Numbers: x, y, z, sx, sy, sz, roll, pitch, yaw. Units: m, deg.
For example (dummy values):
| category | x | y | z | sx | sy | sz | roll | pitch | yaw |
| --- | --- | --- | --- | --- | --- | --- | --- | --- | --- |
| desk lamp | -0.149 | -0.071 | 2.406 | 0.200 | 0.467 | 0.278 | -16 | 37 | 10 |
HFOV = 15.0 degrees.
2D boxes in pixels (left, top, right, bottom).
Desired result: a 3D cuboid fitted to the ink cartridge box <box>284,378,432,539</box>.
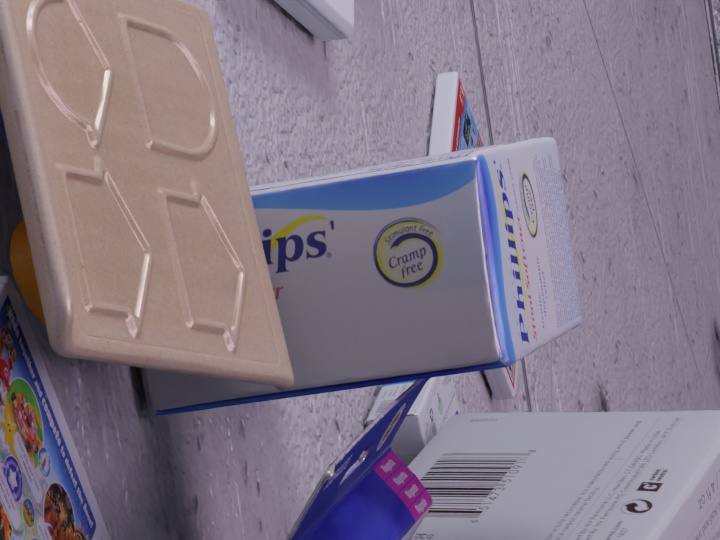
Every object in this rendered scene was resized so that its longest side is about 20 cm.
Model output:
| category | x | y | z | sx | sy | sz | roll | pitch | yaw |
| --- | --- | --- | --- | --- | --- | --- | --- | --- | --- |
| ink cartridge box | -0.023 | 0.158 | 1.257 | 0.200 | 0.043 | 0.196 | -59 | 173 | 17 |

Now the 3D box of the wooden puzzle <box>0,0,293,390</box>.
| category | x | y | z | sx | sy | sz | roll | pitch | yaw |
| --- | --- | --- | --- | --- | --- | --- | --- | --- | --- |
| wooden puzzle | -0.107 | -0.041 | 1.187 | 0.200 | 0.046 | 0.186 | 17 | 56 | -62 |

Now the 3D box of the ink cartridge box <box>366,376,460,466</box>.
| category | x | y | z | sx | sy | sz | roll | pitch | yaw |
| --- | --- | --- | --- | --- | --- | --- | --- | --- | --- |
| ink cartridge box | 0.051 | 0.160 | 1.738 | 0.100 | 0.039 | 0.201 | -62 | 140 | -65 |

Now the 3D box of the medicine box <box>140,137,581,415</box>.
| category | x | y | z | sx | sy | sz | roll | pitch | yaw |
| --- | --- | --- | --- | --- | --- | --- | --- | --- | --- |
| medicine box | 0.000 | 0.000 | 1.362 | 0.200 | 0.181 | 0.103 | -20 | 101 | -74 |

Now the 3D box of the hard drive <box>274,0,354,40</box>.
| category | x | y | z | sx | sy | sz | roll | pitch | yaw |
| --- | --- | --- | --- | --- | --- | --- | --- | --- | --- |
| hard drive | -0.045 | -0.223 | 1.590 | 0.200 | 0.026 | 0.133 | 31 | 56 | -70 |

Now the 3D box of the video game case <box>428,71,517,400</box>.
| category | x | y | z | sx | sy | sz | roll | pitch | yaw |
| --- | --- | --- | --- | --- | --- | --- | --- | --- | --- |
| video game case | 0.084 | -0.024 | 1.982 | 0.143 | 0.017 | 0.200 | -82 | 159 | -43 |

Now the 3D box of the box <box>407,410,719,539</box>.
| category | x | y | z | sx | sy | sz | roll | pitch | yaw |
| --- | --- | --- | --- | --- | --- | --- | --- | --- | --- |
| box | 0.113 | 0.182 | 1.583 | 0.199 | 0.199 | 0.131 | -44 | 126 | -54 |

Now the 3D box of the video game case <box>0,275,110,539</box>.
| category | x | y | z | sx | sy | sz | roll | pitch | yaw |
| --- | --- | --- | --- | --- | --- | --- | --- | --- | --- |
| video game case | -0.149 | 0.115 | 1.081 | 0.200 | 0.018 | 0.144 | -73 | 151 | -56 |
